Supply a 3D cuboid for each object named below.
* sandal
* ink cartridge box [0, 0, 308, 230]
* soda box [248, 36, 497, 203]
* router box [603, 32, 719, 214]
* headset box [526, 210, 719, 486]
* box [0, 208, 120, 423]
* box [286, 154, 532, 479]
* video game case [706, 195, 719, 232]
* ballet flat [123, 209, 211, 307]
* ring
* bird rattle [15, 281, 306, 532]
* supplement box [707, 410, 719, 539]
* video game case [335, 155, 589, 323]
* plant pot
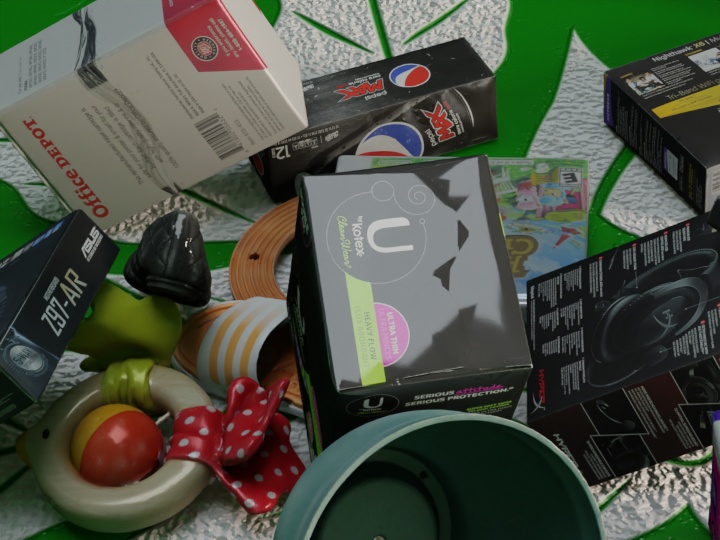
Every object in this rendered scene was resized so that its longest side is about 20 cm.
[{"bbox_3d":[-0.045,0.058,1.475,0.205,0.059,0.080,17,63,26],"label":"sandal"},{"bbox_3d":[-0.162,-0.137,1.622,0.199,0.145,0.085,-26,40,13],"label":"ink cartridge box"},{"bbox_3d":[0.008,-0.122,1.704,0.198,0.064,0.071,-17,40,-13],"label":"soda box"},{"bbox_3d":[0.316,-0.130,1.687,0.198,0.053,0.157,-19,40,-16],"label":"router box"},{"bbox_3d":[0.213,0.044,1.408,0.198,0.077,0.149,-21,35,19],"label":"headset box"},{"bbox_3d":[-0.265,0.060,1.436,0.199,0.044,0.161,-30,24,36],"label":"box"},{"bbox_3d":[0.025,0.040,1.353,0.123,0.200,0.150,-7,67,-9],"label":"box"},{"bbox_3d":[0.354,-0.016,1.382,0.200,0.026,0.180,38,43,24],"label":"video game case"},{"bbox_3d":[-0.131,-0.007,1.513,0.066,0.057,0.200,16,-5,-9],"label":"ballet flat"},{"bbox_3d":[0.000,0.000,1.590,0.198,0.019,0.201,-3,38,3],"label":"ring"},{"bbox_3d":[-0.140,0.115,1.431,0.163,0.113,0.200,-39,61,-20],"label":"bird rattle"},{"bbox_3d":[0.272,0.184,1.264,0.102,0.102,0.201,-5,38,1],"label":"supplement box"},{"bbox_3d":[0.071,-0.027,1.583,0.198,0.022,0.183,1,39,7],"label":"video game case"},{"bbox_3d":[0.028,0.173,1.256,0.199,0.202,0.134,-21,14,-19],"label":"plant pot"}]
